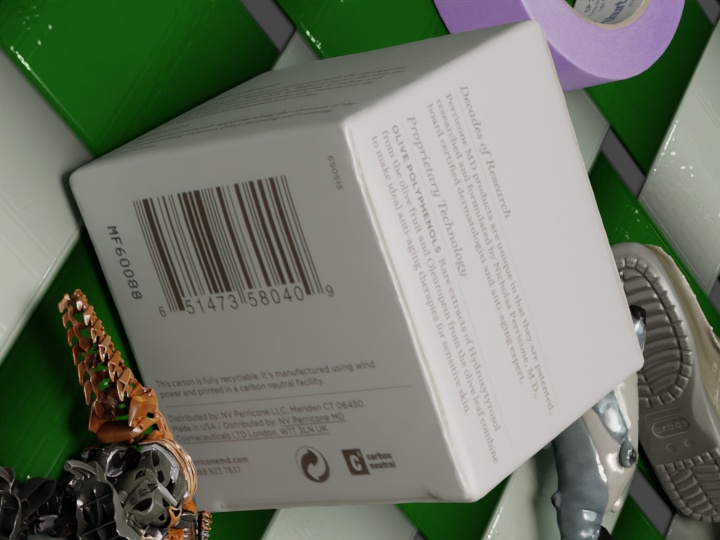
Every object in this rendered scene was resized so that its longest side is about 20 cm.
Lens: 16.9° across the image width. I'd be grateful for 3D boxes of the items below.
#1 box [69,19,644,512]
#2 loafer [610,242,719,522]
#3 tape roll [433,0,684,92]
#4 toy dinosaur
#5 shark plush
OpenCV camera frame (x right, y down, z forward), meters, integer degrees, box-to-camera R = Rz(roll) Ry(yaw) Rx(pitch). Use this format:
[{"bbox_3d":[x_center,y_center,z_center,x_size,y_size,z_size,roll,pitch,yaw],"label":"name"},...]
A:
[{"bbox_3d":[0.000,0.000,1.238,0.171,0.198,0.201,-33,109,-46],"label":"box"},{"bbox_3d":[0.199,0.064,1.551,0.070,0.075,0.201,-53,126,-52],"label":"loafer"},{"bbox_3d":[0.121,-0.213,1.510,0.200,0.065,0.201,11,75,-47],"label":"tape roll"},{"bbox_3d":[-0.123,0.117,1.185,0.201,0.102,0.136,59,28,3],"label":"toy dinosaur"},{"bbox_3d":[0.123,0.102,1.465,0.091,0.083,0.201,-111,-157,-88],"label":"shark plush"}]
